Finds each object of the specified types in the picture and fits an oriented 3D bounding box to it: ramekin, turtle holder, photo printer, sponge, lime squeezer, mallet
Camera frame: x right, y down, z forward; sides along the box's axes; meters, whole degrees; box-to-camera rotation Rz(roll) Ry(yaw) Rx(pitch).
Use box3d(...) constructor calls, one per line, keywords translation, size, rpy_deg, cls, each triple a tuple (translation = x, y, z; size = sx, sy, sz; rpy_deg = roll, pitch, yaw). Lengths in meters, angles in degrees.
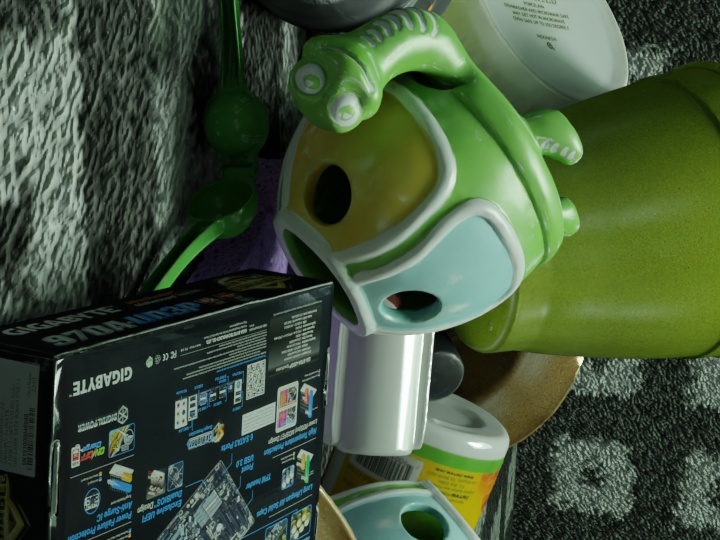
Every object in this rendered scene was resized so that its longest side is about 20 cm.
box3d(translation=(0.106, -0.161, 1.217), size=(0.094, 0.202, 0.203), rpy_deg=(-35, -152, 40), cls="ramekin")
box3d(translation=(0.024, 0.208, 1.019), size=(0.185, 0.131, 0.141), rpy_deg=(41, -15, 53), cls="turtle holder")
box3d(translation=(0.000, 0.000, 1.029), size=(0.166, 0.069, 0.202), rpy_deg=(-158, -107, -75), cls="photo printer")
box3d(translation=(0.028, -0.043, 0.845), size=(0.132, 0.141, 0.186), rpy_deg=(-40, 172, -13), cls="turtle holder")
box3d(translation=(-0.067, 0.032, 0.911), size=(0.200, 0.030, 0.112), rpy_deg=(-67, 161, -59), cls="sponge")
box3d(translation=(-0.075, -0.062, 0.835), size=(0.071, 0.038, 0.201), rpy_deg=(31, 62, -44), cls="lime squeezer")
box3d(translation=(0.046, -0.020, 1.064), size=(0.066, 0.041, 0.201), rpy_deg=(-136, -133, -62), cls="mallet")

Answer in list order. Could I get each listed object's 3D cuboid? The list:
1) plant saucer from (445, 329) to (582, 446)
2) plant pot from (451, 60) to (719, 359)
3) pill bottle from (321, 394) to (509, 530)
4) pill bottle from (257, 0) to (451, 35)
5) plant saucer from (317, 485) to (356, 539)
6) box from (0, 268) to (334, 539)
box3d(translation=(0.070, 0.035, 1.236), size=(0.035, 0.199, 0.202), rpy_deg=(20, 75, -56), cls="plant saucer")
box3d(translation=(0.150, -0.026, 1.100), size=(0.200, 0.192, 0.202), rpy_deg=(171, -90, -68), cls="plant pot")
box3d(translation=(0.016, 0.182, 1.157), size=(0.111, 0.110, 0.201), rpy_deg=(-33, 145, -77), cls="pill bottle")
box3d(translation=(-0.009, -0.178, 0.908), size=(0.200, 0.105, 0.107), rpy_deg=(-17, 113, -79), cls="pill bottle")
box3d(translation=(-0.061, 0.177, 0.799), size=(0.200, 0.035, 0.201), rpy_deg=(30, 49, -41), cls="plant saucer")
box3d(translation=(-0.080, 0.091, 0.675), size=(0.200, 0.046, 0.160), rpy_deg=(-16, 112, -61), cls="box")
